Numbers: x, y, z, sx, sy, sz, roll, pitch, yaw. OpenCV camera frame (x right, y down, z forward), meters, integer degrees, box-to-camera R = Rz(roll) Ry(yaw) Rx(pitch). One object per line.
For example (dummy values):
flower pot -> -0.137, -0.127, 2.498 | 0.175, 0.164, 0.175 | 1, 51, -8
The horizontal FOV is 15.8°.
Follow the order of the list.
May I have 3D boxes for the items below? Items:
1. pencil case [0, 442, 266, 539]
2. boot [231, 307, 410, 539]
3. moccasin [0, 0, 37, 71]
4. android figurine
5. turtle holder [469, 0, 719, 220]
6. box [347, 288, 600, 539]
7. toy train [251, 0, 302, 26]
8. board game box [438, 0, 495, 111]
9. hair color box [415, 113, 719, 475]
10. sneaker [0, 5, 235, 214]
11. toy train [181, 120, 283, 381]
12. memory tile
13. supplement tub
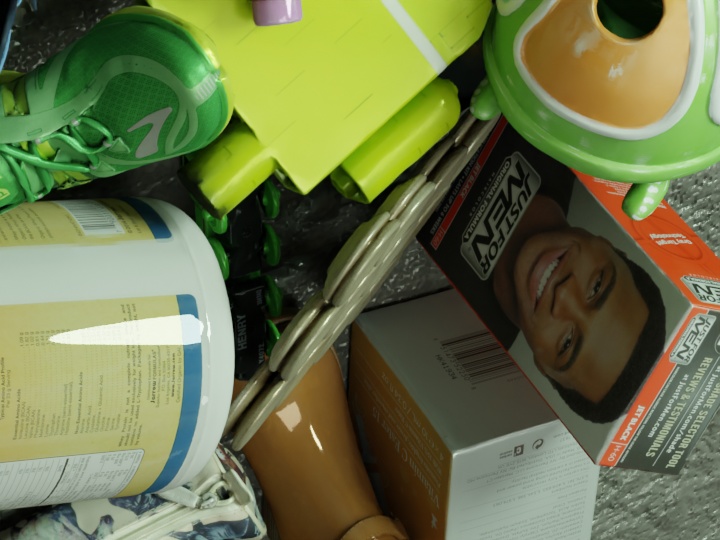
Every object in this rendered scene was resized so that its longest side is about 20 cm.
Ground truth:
pencil case -> -0.148, 0.153, 1.363 | 0.200, 0.078, 0.089 | -30, 171, -9
boot -> -0.008, 0.128, 1.381 | 0.073, 0.155, 0.200 | -25, 134, -13
moccasin -> -0.160, -0.121, 1.084 | 0.080, 0.068, 0.201 | 19, 77, -50
android figurine -> -0.022, -0.123, 1.201 | 0.200, 0.041, 0.182 | -45, 110, -10
turtle holder -> 0.147, -0.128, 1.228 | 0.185, 0.141, 0.132 | -24, 150, -31
box -> 0.058, 0.126, 1.445 | 0.097, 0.124, 0.201 | -15, 131, -22
toy train -> -0.031, -0.195, 1.138 | 0.200, 0.056, 0.151 | -35, 105, -10
board game box -> 0.053, -0.151, 1.286 | 0.200, 0.028, 0.135 | -37, 135, -1
hair color box -> 0.115, 0.003, 1.326 | 0.061, 0.200, 0.102 | 10, 118, -38
sneaker -> -0.139, -0.057, 1.134 | 0.199, 0.084, 0.074 | -13, 120, 32
toy train -> -0.066, -0.033, 1.284 | 0.042, 0.056, 0.201 | -17, 130, -22
memory tile -> 0.000, 0.000, 1.284 | 0.153, 0.017, 0.200 | -55, 176, 32
supplement tub -> -0.175, 0.040, 1.212 | 0.199, 0.145, 0.145 | -3, 126, -30
